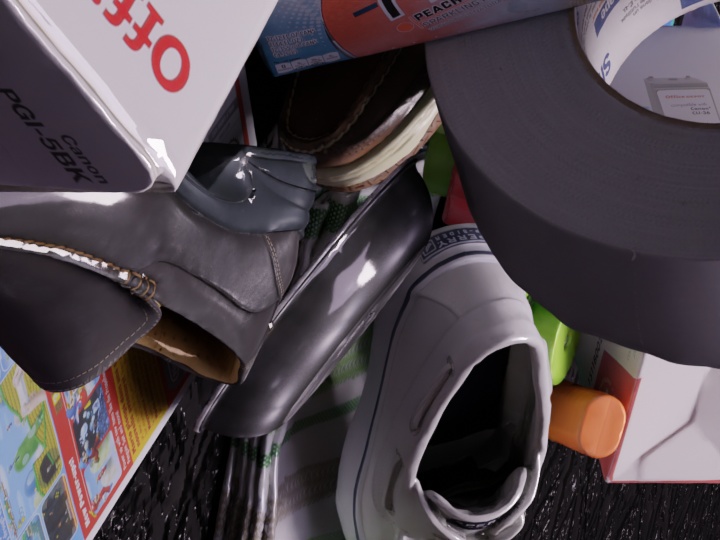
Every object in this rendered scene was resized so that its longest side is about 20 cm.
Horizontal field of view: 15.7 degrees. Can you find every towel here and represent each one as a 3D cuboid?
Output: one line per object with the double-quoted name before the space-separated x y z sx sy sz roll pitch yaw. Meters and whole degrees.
"towel" -0.009 0.052 1.029 0.149 0.031 0.201 -22 124 -64

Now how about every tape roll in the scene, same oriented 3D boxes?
"tape roll" 0.123 -0.069 0.848 0.201 0.199 0.066 -65 155 -26

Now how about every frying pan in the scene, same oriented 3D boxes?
"frying pan" -0.011 0.013 0.890 0.115 0.031 0.190 -51 176 0

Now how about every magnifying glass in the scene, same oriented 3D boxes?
"magnifying glass" 0.073 0.055 1.115 0.200 0.022 0.080 -165 -88 -76

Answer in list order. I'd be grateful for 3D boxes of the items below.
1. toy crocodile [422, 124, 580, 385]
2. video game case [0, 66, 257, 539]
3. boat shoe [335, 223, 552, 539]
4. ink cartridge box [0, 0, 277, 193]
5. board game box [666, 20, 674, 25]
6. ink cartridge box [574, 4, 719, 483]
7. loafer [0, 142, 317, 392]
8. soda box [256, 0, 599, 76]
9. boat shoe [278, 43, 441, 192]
"toy crocodile" 0.050 -0.001 1.008 0.062 0.067 0.201 -53 157 -44
"video game case" -0.084 0.010 0.819 0.144 0.017 0.200 83 29 -45
"boat shoe" 0.033 0.074 0.986 0.201 0.073 0.066 88 -19 -47
"ink cartridge box" -0.067 -0.138 0.608 0.147 0.082 0.201 52 53 -39
"board game box" 0.108 -0.173 1.155 0.200 0.045 0.153 -8 112 -69
"ink cartridge box" 0.125 -0.022 1.103 0.201 0.067 0.117 -99 -166 -46
"loafer" -0.077 -0.002 0.714 0.199 0.072 0.073 3 92 -55
"soda box" 0.055 -0.124 0.819 0.064 0.199 0.069 64 14 -62
"boat shoe" 0.014 -0.129 0.928 0.075 0.074 0.203 40 67 -41
